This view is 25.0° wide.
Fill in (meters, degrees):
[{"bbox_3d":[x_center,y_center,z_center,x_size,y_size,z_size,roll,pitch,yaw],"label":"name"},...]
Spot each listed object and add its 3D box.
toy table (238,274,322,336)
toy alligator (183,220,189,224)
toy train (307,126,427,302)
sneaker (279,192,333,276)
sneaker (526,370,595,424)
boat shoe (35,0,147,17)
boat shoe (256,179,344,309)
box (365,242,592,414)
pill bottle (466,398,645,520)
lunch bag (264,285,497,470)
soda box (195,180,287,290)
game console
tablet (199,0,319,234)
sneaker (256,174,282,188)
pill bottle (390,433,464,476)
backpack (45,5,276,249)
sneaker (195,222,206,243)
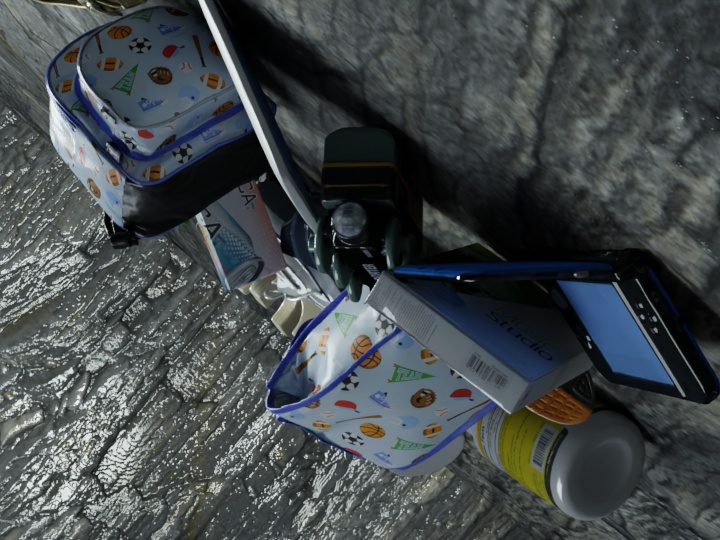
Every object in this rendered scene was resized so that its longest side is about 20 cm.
[{"bbox_3d":[-0.075,0.013,2.020,0.200,0.117,0.184,37,171,29],"label":"toy table"},{"bbox_3d":[-0.206,-0.152,1.804,0.059,0.054,0.202,15,-123,-68],"label":"toy alligator"},{"bbox_3d":[0.014,-0.041,1.336,0.084,0.115,0.200,1,167,14],"label":"toy train"},{"bbox_3d":[0.001,-0.002,1.685,0.146,0.077,0.203,22,156,42],"label":"sneaker"},{"bbox_3d":[0.143,0.066,1.497,0.200,0.076,0.092,45,-178,20],"label":"sneaker"},{"bbox_3d":[-0.258,-0.266,1.512,0.073,0.063,0.200,45,171,-36],"label":"boat shoe"},{"bbox_3d":[-0.068,0.002,1.754,0.202,0.086,0.075,46,-152,-4],"label":"boat shoe"},{"bbox_3d":[0.106,0.041,1.293,0.144,0.036,0.200,37,-160,16],"label":"box"},{"bbox_3d":[0.185,0.163,1.645,0.112,0.113,0.200,45,171,-37],"label":"pill bottle"},{"bbox_3d":[0.025,0.103,1.605,0.169,0.200,0.124,28,-148,-30],"label":"lunch bag"},{"bbox_3d":[-0.143,-0.083,1.675,0.064,0.068,0.201,173,76,-80],"label":"soda box"},{"bbox_3d":[0.134,0.041,1.150,0.171,0.118,0.200,57,170,-8],"label":"game console"},{"bbox_3d":[-0.083,-0.131,1.314,0.130,0.014,0.201,58,-172,-67],"label":"tablet"},{"bbox_3d":[-0.102,-0.075,1.803,0.199,0.077,0.084,37,176,13],"label":"sneaker"},{"bbox_3d":[0.043,0.118,1.780,0.114,0.114,0.201,49,-164,-52],"label":"pill bottle"},{"bbox_3d":[-0.190,-0.144,1.453,0.190,0.199,0.155,37,139,31],"label":"backpack"},{"bbox_3d":[-0.086,-0.057,1.887,0.198,0.091,0.070,14,151,4],"label":"sneaker"}]
